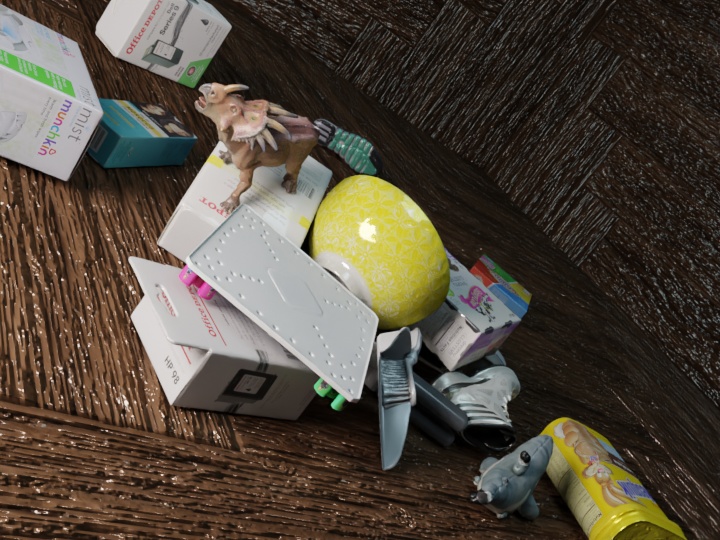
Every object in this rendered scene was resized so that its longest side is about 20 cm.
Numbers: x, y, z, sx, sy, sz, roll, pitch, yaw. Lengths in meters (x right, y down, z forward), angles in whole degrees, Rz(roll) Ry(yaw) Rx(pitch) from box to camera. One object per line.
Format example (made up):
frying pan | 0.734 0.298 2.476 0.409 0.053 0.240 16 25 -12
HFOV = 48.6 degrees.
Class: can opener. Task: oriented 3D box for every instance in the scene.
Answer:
can opener | 0.046 0.133 0.973 0.199 0.053 0.067 39 21 -3

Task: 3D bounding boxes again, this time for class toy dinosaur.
toy dinosaur | -0.095 -0.147 0.884 0.198 0.136 0.087 -18 68 -46

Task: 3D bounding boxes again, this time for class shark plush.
shark plush | 0.168 0.232 0.925 0.198 0.084 0.091 16 27 -52

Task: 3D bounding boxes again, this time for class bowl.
bowl | 0.000 0.000 0.964 0.200 0.201 0.107 42 55 12

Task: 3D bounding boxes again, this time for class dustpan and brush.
dustpan and brush | 0.047 0.110 0.892 0.056 0.143 0.201 -2 20 1

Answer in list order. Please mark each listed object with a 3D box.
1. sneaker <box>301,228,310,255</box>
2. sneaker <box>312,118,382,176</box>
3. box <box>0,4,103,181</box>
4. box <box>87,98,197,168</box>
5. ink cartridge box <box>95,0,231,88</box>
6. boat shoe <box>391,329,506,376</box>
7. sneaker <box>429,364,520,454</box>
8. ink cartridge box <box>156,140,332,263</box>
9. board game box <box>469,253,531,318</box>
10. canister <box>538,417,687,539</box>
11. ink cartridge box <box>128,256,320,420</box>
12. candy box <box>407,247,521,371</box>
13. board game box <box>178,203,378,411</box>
sneaker | -0.048 -0.017 1.131 0.200 0.073 0.111 47 17 20
sneaker | -0.030 -0.302 1.911 0.198 0.075 0.088 35 12 -11
box | -0.393 -0.210 0.868 0.175 0.097 0.201 22 23 -39
box | -0.303 -0.183 1.065 0.082 0.049 0.200 41 17 6
ink cartridge box | -0.354 -0.436 1.442 0.084 0.147 0.199 47 19 26
boat shoe | 0.133 0.122 1.164 0.198 0.072 0.066 33 22 -17
sneaker | 0.175 0.194 1.066 0.198 0.076 0.116 3 38 -48
ink cartridge box | -0.135 -0.076 0.962 0.144 0.083 0.202 34 42 -13
board game box | 0.313 0.039 1.802 0.152 0.041 0.200 41 17 6
canister | 0.334 0.306 1.084 0.147 0.087 0.201 29 18 -30
ink cartridge box | -0.134 0.067 0.743 0.198 0.067 0.116 20 25 -48
candy box | 0.109 0.035 1.113 0.200 0.072 0.167 45 22 20
board game box | -0.072 0.030 0.796 0.199 0.026 0.200 41 19 -7
